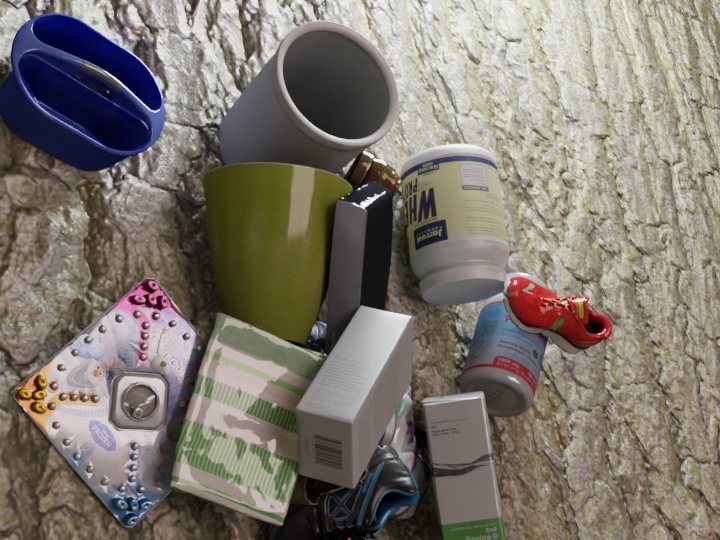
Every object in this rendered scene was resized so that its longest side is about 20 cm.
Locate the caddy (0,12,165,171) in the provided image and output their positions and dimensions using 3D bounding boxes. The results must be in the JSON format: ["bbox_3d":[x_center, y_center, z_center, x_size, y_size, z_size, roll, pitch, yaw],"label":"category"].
[{"bbox_3d":[-0.321,-0.206,1.422,0.199,0.105,0.142,30,54,-31],"label":"caddy"}]

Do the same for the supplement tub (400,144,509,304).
[{"bbox_3d":[0.137,-0.065,1.767,0.144,0.145,0.202,10,66,-40],"label":"supplement tub"}]

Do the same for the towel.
[{"bbox_3d":[-0.121,0.167,1.374,0.152,0.023,0.201,24,72,-22],"label":"towel"}]

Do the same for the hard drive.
[{"bbox_3d":[0.000,0.000,1.521,0.135,0.042,0.202,-36,134,-65],"label":"hard drive"}]

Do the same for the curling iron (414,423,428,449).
[{"bbox_3d":[0.061,0.202,1.670,0.200,0.025,0.050,41,53,-24],"label":"curling iron"}]

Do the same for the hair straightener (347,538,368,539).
[{"bbox_3d":[0.017,0.368,1.546,0.077,0.041,0.201,-21,83,-46],"label":"hair straightener"}]

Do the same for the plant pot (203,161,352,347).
[{"bbox_3d":[-0.106,-0.008,1.508,0.186,0.186,0.202,13,74,-39],"label":"plant pot"}]

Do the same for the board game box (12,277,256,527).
[{"bbox_3d":[-0.242,0.144,1.352,0.200,0.026,0.200,-42,102,-20],"label":"board game box"}]

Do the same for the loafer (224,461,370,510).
[{"bbox_3d":[-0.079,0.234,1.426,0.070,0.199,0.076,-114,-173,-61],"label":"loafer"}]

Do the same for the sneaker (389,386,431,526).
[{"bbox_3d":[0.050,0.235,1.612,0.140,0.077,0.201,43,50,-49],"label":"sneaker"}]

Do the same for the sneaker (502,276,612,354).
[{"bbox_3d":[0.282,0.053,1.742,0.199,0.085,0.078,25,56,-36],"label":"sneaker"}]

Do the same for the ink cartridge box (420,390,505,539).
[{"bbox_3d":[0.136,0.263,1.606,0.146,0.083,0.202,25,57,-84],"label":"ink cartridge box"}]

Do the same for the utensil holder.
[{"bbox_3d":[-0.072,-0.193,1.567,0.169,0.200,0.171,13,63,-26],"label":"utensil holder"}]

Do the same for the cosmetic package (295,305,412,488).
[{"bbox_3d":[-0.004,0.141,1.411,0.200,0.071,0.102,-56,152,-50],"label":"cosmetic package"}]

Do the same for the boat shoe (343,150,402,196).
[{"bbox_3d":[0.012,-0.114,1.652,0.068,0.200,0.072,27,93,-6],"label":"boat shoe"}]

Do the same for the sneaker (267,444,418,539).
[{"bbox_3d":[-0.022,0.290,1.462,0.199,0.082,0.073,-36,140,-10],"label":"sneaker"}]

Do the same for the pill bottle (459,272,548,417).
[{"bbox_3d":[0.218,0.106,1.799,0.109,0.108,0.201,39,50,-24],"label":"pill bottle"}]

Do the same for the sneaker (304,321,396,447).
[{"bbox_3d":[-0.033,0.140,1.545,0.108,0.070,0.201,15,36,-38],"label":"sneaker"}]

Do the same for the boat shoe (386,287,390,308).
[{"bbox_3d":[0.010,0.000,1.679,0.073,0.063,0.202,21,59,-36],"label":"boat shoe"}]
